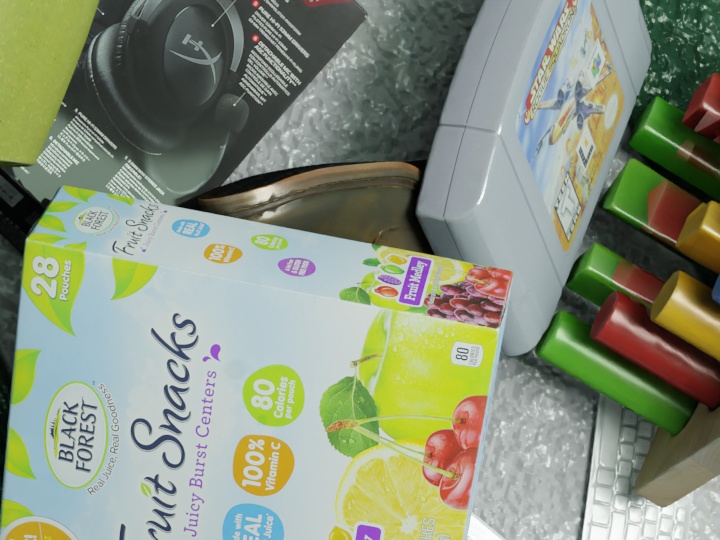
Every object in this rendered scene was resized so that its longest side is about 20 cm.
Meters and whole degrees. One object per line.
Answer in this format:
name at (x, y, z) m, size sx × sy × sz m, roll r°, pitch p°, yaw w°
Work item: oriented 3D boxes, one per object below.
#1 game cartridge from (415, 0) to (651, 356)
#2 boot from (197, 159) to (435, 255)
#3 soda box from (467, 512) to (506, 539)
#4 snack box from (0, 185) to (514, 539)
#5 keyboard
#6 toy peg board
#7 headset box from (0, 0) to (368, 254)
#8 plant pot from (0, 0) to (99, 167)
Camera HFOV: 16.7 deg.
game cartridge at (0.086, -0.077, 1.162) m, size 0.041 × 0.133 × 0.201 m, roll 11°, pitch 61°, yaw 23°
boot at (0.000, 0.000, 1.113) m, size 0.199 × 0.074 × 0.098 m, roll -6°, pitch 91°, yaw -56°
soda box at (0.093, 0.188, 1.144) m, size 0.200 × 0.068 × 0.064 m, roll 40°, pitch 82°, yaw -11°
snack box at (-0.047, 0.068, 1.035) m, size 0.198 × 0.068 × 0.170 m, roll 10°, pitch 114°, yaw 5°
keyboard at (0.138, 0.114, 1.214) m, size 0.056 × 0.011 × 0.202 m, roll 14°, pitch 75°, yaw -20°
toy peg board at (0.176, -0.020, 1.146) m, size 0.097 × 0.199 × 0.201 m, roll 29°, pitch 63°, yaw -7°
headset box at (-0.106, -0.105, 1.120) m, size 0.149 × 0.077 × 0.200 m, roll 43°, pitch 67°, yaw -9°
plant pot at (-0.172, -0.145, 0.985) m, size 0.186 × 0.187 × 0.202 m, roll 3°, pitch 91°, yaw -22°
